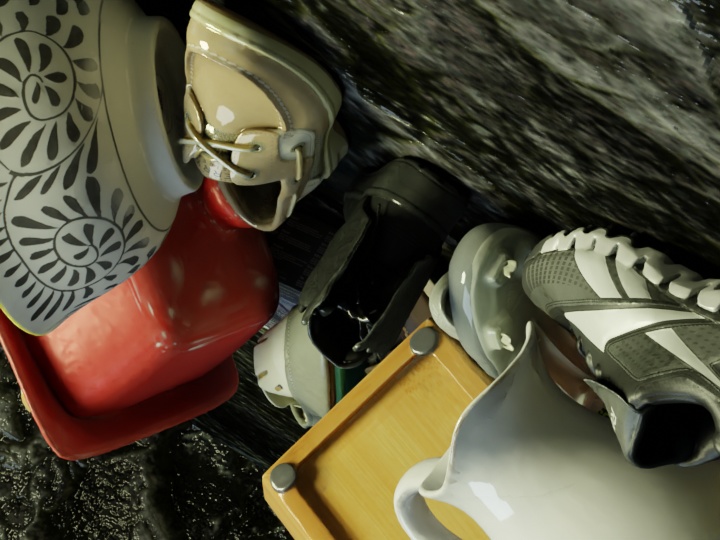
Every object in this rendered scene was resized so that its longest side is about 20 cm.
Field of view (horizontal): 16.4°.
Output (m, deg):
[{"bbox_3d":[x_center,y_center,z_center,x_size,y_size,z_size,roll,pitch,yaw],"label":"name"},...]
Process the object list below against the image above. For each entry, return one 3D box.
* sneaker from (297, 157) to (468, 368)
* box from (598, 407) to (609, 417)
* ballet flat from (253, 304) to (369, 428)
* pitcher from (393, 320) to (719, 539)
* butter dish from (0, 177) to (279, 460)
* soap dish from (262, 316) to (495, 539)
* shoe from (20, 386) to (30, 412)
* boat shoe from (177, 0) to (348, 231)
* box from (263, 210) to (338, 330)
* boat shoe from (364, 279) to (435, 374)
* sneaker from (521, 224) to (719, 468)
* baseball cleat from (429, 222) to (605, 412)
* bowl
[{"bbox_3d":[0.003,0.002,1.267,0.060,0.104,0.200,32,170,-2],"label":"sneaker"},{"bbox_3d":[0.189,0.135,1.503,0.193,0.048,0.200,35,171,9],"label":"box"},{"bbox_3d":[-0.032,0.059,1.460,0.063,0.068,0.200,-1,166,6],"label":"ballet flat"},{"bbox_3d":[0.115,0.138,1.196,0.200,0.121,0.172,39,148,1],"label":"pitcher"},{"bbox_3d":[-0.117,-0.018,1.419,0.200,0.147,0.200,-19,-97,-60],"label":"butter dish"},{"bbox_3d":[0.050,0.133,1.331,0.200,0.157,0.081,50,-176,32],"label":"soap dish"},{"bbox_3d":[-0.163,0.028,1.532,0.053,0.070,0.200,57,-153,-10],"label":"shoe"},{"bbox_3d":[-0.052,-0.070,1.207,0.072,0.065,0.200,30,170,13],"label":"boat shoe"},{"bbox_3d":[-0.030,0.011,1.585,0.200,0.050,0.158,24,166,43],"label":"box"},{"bbox_3d":[0.040,0.059,1.445,0.200,0.059,0.072,56,175,-26],"label":"boat shoe"},{"bbox_3d":[0.126,0.039,1.095,0.066,0.091,0.200,41,168,-37],"label":"sneaker"},{"bbox_3d":[0.066,0.022,1.268,0.106,0.070,0.200,26,168,31],"label":"baseball cleat"},{"bbox_3d":[-0.133,-0.074,1.239,0.094,0.202,0.201,-9,158,12],"label":"bowl"}]
